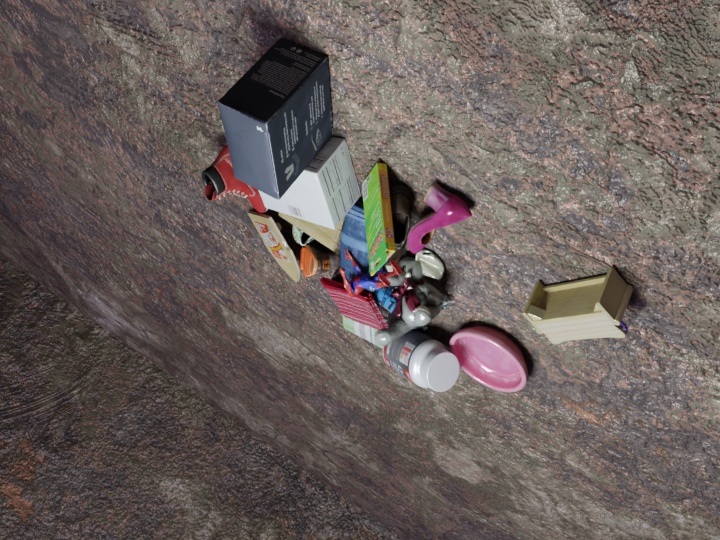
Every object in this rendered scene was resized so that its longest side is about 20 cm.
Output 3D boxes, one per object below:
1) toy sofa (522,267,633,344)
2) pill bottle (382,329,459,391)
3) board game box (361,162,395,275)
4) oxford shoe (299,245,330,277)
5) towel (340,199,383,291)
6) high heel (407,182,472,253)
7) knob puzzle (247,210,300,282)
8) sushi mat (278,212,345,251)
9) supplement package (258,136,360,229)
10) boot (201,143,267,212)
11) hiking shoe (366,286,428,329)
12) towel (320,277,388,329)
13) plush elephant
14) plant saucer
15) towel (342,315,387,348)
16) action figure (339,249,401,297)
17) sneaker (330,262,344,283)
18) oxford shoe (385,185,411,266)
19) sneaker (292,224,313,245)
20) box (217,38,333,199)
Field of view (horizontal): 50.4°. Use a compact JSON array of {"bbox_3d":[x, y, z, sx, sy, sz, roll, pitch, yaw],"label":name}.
[{"bbox_3d":[0.409,0.069,1.425,0.097,0.084,0.198,42,152,-19],"label":"toy sofa"},{"bbox_3d":[0.145,0.214,1.848,0.117,0.116,0.199,53,165,-27],"label":"pill bottle"},{"bbox_3d":[0.035,-0.099,1.518,0.029,0.205,0.096,4,159,-18],"label":"board game box"},{"bbox_3d":[-0.104,-0.024,1.840,0.071,0.073,0.200,6,-172,-11],"label":"oxford shoe"},{"bbox_3d":[0.001,-0.056,1.689,0.110,0.048,0.204,24,131,26],"label":"towel"},{"bbox_3d":[0.156,-0.080,1.518,0.095,0.067,0.202,39,140,15],"label":"high heel"},{"bbox_3d":[-0.201,-0.061,1.936,0.220,0.030,0.221,49,162,21],"label":"knob puzzle"},{"bbox_3d":[-0.107,-0.128,1.698,0.198,0.098,0.012,33,-162,36],"label":"sushi mat"},{"bbox_3d":[-0.120,-0.201,1.608,0.196,0.112,0.158,19,146,31],"label":"supplement package"},{"bbox_3d":[-0.296,-0.184,1.799,0.071,0.146,0.202,9,143,37],"label":"boot"},{"bbox_3d":[0.088,0.068,1.815,0.085,0.076,0.200,-1,144,38],"label":"hiking shoe"},{"bbox_3d":[-0.011,0.087,1.837,0.142,0.023,0.201,20,158,27],"label":"towel"},{"bbox_3d":[0.108,0.041,1.670,0.164,0.198,0.157,-32,87,46],"label":"plush elephant"},{"bbox_3d":[0.301,0.198,1.767,0.197,0.051,0.203,29,149,18],"label":"plant saucer"},{"bbox_3d":[0.030,0.160,2.042,0.197,0.031,0.151,25,148,23],"label":"towel"},{"bbox_3d":[0.000,0.000,1.627,0.100,0.065,0.199,52,152,-7],"label":"action figure"},{"bbox_3d":[-0.029,0.015,1.831,0.077,0.081,0.201,46,154,15],"label":"sneaker"},{"bbox_3d":[0.064,-0.072,1.571,0.070,0.086,0.203,3,139,-1],"label":"oxford shoe"},{"bbox_3d":[-0.127,-0.095,1.791,0.077,0.089,0.200,40,152,-7],"label":"sneaker"},{"bbox_3d":[-0.152,-0.283,1.433,0.115,0.201,0.199,26,149,18],"label":"box"}]
